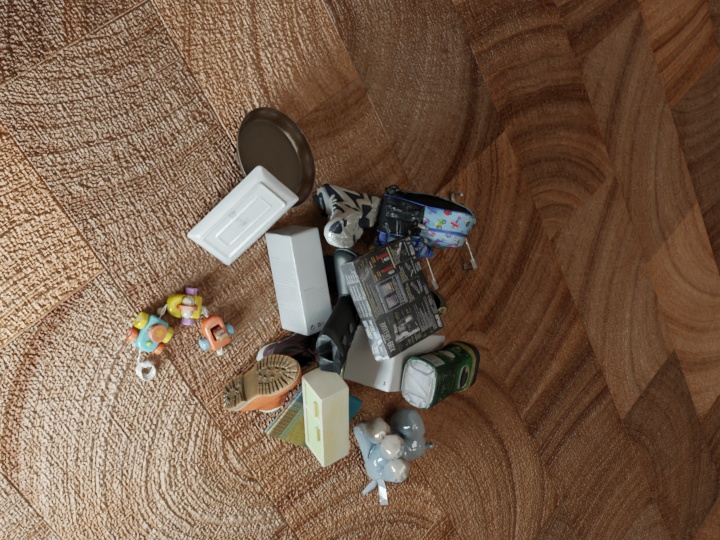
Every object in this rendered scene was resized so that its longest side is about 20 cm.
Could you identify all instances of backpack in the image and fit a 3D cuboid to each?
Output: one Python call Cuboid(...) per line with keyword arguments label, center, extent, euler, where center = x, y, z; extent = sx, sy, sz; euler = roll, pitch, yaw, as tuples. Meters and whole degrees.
Cuboid(label="backpack", center=(0.140, -0.094, 1.616), extent=(0.197, 0.183, 0.137), euler=(12, 93, 6))

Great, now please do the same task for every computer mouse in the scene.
Cuboid(label="computer mouse", center=(0.000, 0.000, 1.638), extent=(0.199, 0.046, 0.142), euler=(31, 71, -32))

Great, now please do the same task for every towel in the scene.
Cuboid(label="towel", center=(-0.092, 0.299, 1.564), extent=(0.147, 0.022, 0.199), euler=(-52, 140, 4))

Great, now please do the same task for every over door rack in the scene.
Cuboid(label="over door rack", center=(0.204, -0.067, 1.776), extent=(0.147, 0.066, 0.203), euler=(-25, 109, -32))

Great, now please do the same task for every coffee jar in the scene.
Cuboid(label="coffee jar", center=(0.172, 0.212, 1.589), extent=(0.199, 0.085, 0.106), euler=(-10, 115, -52))

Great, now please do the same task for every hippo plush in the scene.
Cuboid(label="hippo plush", center=(0.093, 0.396, 1.687), extent=(0.159, 0.158, 0.203), euler=(-19, 106, -33))

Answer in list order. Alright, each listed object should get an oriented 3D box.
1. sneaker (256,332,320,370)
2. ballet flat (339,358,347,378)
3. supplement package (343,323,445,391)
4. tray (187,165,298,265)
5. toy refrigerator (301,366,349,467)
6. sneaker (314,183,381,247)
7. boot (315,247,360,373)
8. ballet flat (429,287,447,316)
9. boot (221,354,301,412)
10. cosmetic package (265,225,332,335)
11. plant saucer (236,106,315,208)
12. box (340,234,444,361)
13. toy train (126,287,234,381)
Cuboid(label="sneaker", center=(-0.102, 0.160, 1.538), extent=(0.199, 0.115, 0.077), euler=(-28, 107, -31))
Cuboid(label="ballet flat", center=(-0.064, 0.232, 1.608), extent=(0.070, 0.070, 0.202), euler=(36, 74, -34))
Cuboid(label="supplement package", center=(0.075, 0.183, 1.627), extent=(0.199, 0.120, 0.122), euler=(8, 92, -55))
Cuboid(label="tray", center=(-0.216, -0.094, 1.411), extent=(0.200, 0.022, 0.107), euler=(-41, 123, 17))
Cuboid(label="toy refrigerator", center=(-0.070, 0.288, 1.499), extent=(0.069, 0.076, 0.202), euler=(-22, 134, -26))
Cuboid(label="sneaker", center=(-0.053, -0.116, 1.533), extent=(0.199, 0.128, 0.080), euler=(-45, 147, -49))
Cuboid(label="boot", center=(-0.042, 0.074, 1.480), extent=(0.201, 0.065, 0.166), euler=(-58, 136, -47))
Cuboid(label="ballet flat", center=(0.141, 0.057, 1.726), extent=(0.067, 0.046, 0.200), euler=(-41, 131, 3))
Cuboid(label="boot", center=(-0.166, 0.222, 1.466), extent=(0.107, 0.199, 0.076), euler=(23, 51, -41))
Cuboid(label="cosmetic package", center=(-0.121, 0.018, 1.519), extent=(0.071, 0.101, 0.203), euler=(-19, 107, -34))
Cuboid(label="plant saucer", center=(-0.167, -0.213, 1.468), extent=(0.199, 0.032, 0.203), euler=(21, 61, -44))
Cuboid(label="box", center=(0.064, 0.052, 1.489), extent=(0.157, 0.050, 0.202), euler=(-26, 97, -34))
Cuboid(label="toy train", center=(-0.325, 0.119, 1.405), extent=(0.199, 0.055, 0.152), euler=(-26, 110, -32))
